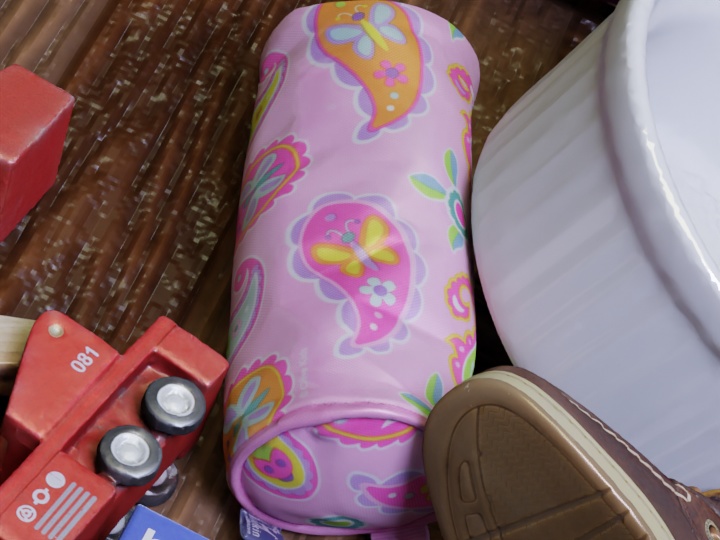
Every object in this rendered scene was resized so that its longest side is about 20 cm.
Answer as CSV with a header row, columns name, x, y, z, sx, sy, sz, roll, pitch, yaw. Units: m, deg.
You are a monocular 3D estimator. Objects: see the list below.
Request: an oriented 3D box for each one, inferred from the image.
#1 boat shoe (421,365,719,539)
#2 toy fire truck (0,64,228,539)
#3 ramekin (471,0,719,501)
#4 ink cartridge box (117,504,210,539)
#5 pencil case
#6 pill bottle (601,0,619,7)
name,x,y,z,sx,sy,sz,roll,pitch,yaw
boat shoe,0.098,0.104,0.845,0.200,0.072,0.072,48,37,-7
toy fire truck,-0.123,0.033,0.856,0.141,0.049,0.200,34,49,9
ramekin,0.131,-0.004,0.910,0.200,0.098,0.201,27,45,-31
ink cartridge box,-0.002,0.158,0.798,0.199,0.044,0.094,26,48,1
pencil case,0.000,0.000,0.910,0.087,0.088,0.201,11,50,-12
pill bottle,0.111,-0.162,1.063,0.199,0.112,0.112,23,48,-1
